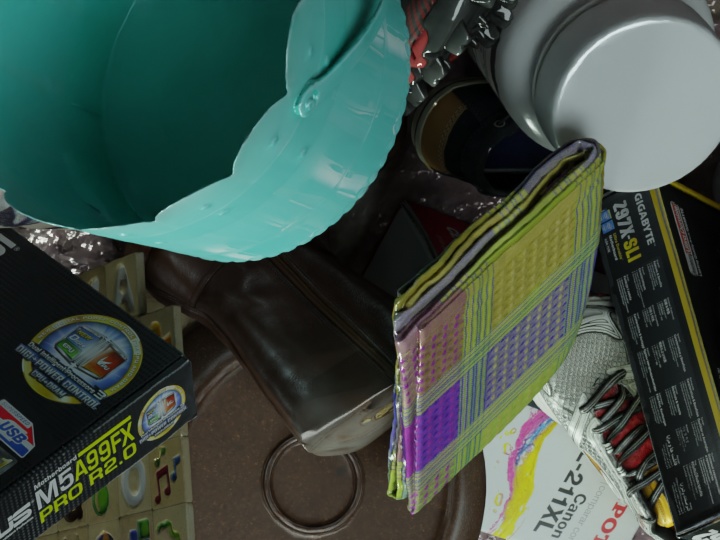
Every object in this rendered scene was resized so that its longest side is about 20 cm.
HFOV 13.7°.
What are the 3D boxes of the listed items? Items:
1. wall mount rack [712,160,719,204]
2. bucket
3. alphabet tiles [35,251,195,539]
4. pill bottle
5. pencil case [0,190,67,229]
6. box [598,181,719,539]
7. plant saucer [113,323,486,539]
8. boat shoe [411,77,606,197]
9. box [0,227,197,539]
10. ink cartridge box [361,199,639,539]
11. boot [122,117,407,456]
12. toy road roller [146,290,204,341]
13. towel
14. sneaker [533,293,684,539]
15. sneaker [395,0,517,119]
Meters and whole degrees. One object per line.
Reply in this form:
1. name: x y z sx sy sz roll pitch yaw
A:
1. wall mount rack: 0.265 -0.101 1.645 0.174 0.075 0.200 35 104 -33
2. bucket: -0.083 -0.103 1.385 0.207 0.207 0.135 -48 152 12
3. alphabet tiles: -0.133 0.097 1.556 0.006 0.166 0.201 3 78 -34
4. pill bottle: 0.111 -0.126 1.510 0.113 0.200 0.113 -8 122 -13
5. pencil case: -0.177 -0.059 1.485 0.089 0.078 0.200 -25 162 35
6. box: 0.204 0.061 1.611 0.049 0.201 0.160 -27 150 27
7. plant saucer: -0.027 0.110 1.560 0.200 0.034 0.201 1 83 -12
8. boat shoe: 0.122 -0.073 1.611 0.199 0.062 0.075 -5 121 -34
9. box: -0.205 0.053 1.483 0.160 0.200 0.044 -36 143 -27
10. ink cartridge box: 0.084 0.067 1.681 0.200 0.083 0.146 19 110 -25
11. boot: 0.000 0.000 1.531 0.186 0.200 0.064 -35 132 -17
12. toy road roller: -0.082 0.106 1.613 0.122 0.146 0.201 -4 120 -15
13. towel: 0.064 0.027 1.454 0.144 0.023 0.200 -43 158 -21
14. sneaker: 0.159 0.090 1.619 0.078 0.082 0.200 -40 121 5
15. sneaker: 0.006 -0.124 1.478 0.071 0.200 0.098 -38 92 -26
